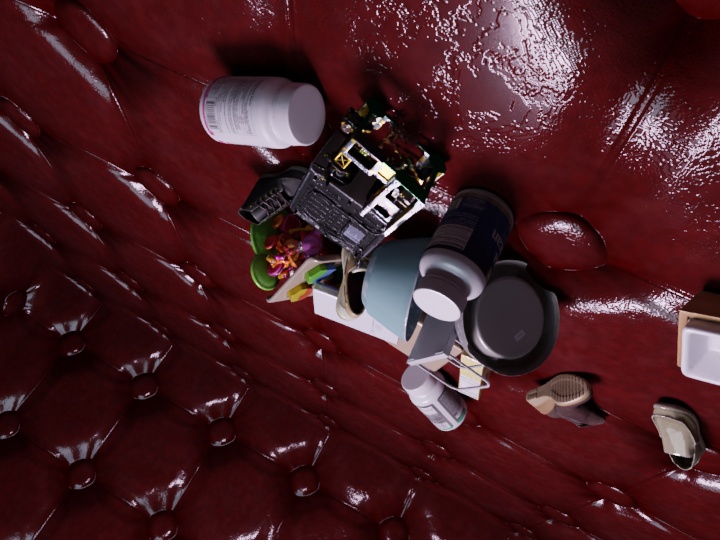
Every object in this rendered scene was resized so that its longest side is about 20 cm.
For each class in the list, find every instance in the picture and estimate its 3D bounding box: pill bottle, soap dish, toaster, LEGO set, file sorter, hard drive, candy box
[{"bbox_3d":[-0.163,-0.264,0.991,0.198,0.114,0.114,14,149,33],"label":"pill bottle"},{"bbox_3d":[0.578,0.110,0.868,0.198,0.082,0.158,12,148,35],"label":"soap dish"},{"bbox_3d":[-0.018,-0.125,1.067,0.180,0.119,0.200,35,154,-6],"label":"toaster"},{"bbox_3d":[0.162,-0.024,0.953,0.110,0.201,0.111,25,154,13],"label":"pill bottle"},{"bbox_3d":[0.027,-0.154,0.930,0.199,0.155,0.116,33,138,-19],"label":"LEGO set"},{"bbox_3d":[0.205,0.348,1.654,0.112,0.114,0.200,0,139,47],"label":"pill bottle"},{"bbox_3d":[0.205,0.114,1.153,0.124,0.202,0.139,33,155,-14],"label":"file sorter"},{"bbox_3d":[-0.005,0.093,1.279,0.198,0.026,0.132,20,154,8],"label":"hard drive"},{"bbox_3d":[0.264,0.191,1.312,0.055,0.116,0.201,22,152,21],"label":"candy box"}]

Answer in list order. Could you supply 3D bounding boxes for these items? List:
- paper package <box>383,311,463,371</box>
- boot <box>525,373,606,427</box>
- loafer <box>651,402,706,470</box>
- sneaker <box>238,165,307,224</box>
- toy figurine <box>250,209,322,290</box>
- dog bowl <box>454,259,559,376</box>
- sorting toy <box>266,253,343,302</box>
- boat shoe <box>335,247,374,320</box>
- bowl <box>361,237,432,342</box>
[{"bbox_3d":[0.142,0.121,1.339,0.189,0.104,0.200,31,155,1],"label":"paper package"},{"bbox_3d":[0.492,0.298,1.333,0.165,0.073,0.200,25,155,-15],"label":"boot"},{"bbox_3d":[0.648,0.340,1.204,0.075,0.069,0.200,-4,137,50],"label":"loafer"},{"bbox_3d":[-0.163,-0.144,1.206,0.199,0.107,0.075,-1,140,48],"label":"sneaker"},{"bbox_3d":[-0.126,-0.065,1.244,0.182,0.202,0.150,-13,139,39],"label":"toy figurine"},{"bbox_3d":[0.256,0.084,1.056,0.199,0.201,0.059,38,167,-13],"label":"dog bowl"},{"bbox_3d":[-0.084,0.019,1.288,0.200,0.184,0.037,-38,70,40],"label":"sorting toy"},{"bbox_3d":[0.000,0.000,1.187,0.073,0.203,0.066,9,173,-23],"label":"boat shoe"},{"bbox_3d":[0.069,0.024,1.124,0.104,0.203,0.202,15,151,14],"label":"bowl"}]
